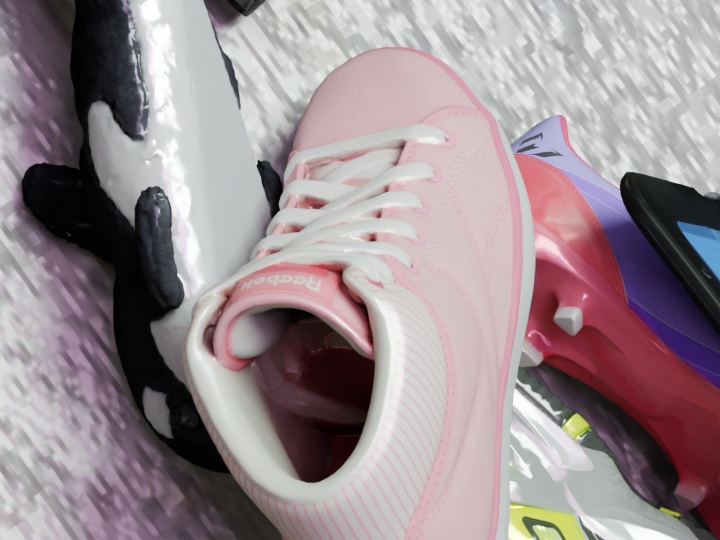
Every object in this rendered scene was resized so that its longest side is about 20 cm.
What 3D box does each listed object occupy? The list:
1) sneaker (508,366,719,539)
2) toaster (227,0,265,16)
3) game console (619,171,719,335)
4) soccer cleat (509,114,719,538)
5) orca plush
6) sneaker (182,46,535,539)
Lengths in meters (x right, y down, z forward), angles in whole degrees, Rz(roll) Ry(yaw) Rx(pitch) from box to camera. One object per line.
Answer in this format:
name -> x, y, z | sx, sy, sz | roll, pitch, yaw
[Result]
sneaker -> 0.075, 0.109, 0.811 | 0.200, 0.075, 0.076 | 39, 72, 4
toaster -> -0.030, -0.215, 0.830 | 0.200, 0.119, 0.181 | 46, 63, -4
game console -> 0.200, 0.027, 0.808 | 0.176, 0.116, 0.200 | -30, 69, -11
soccer cleat -> 0.114, 0.033, 0.849 | 0.200, 0.067, 0.077 | 39, 54, -7
orca plush -> -0.076, -0.032, 0.782 | 0.105, 0.071, 0.200 | -64, 140, -61
sneaker -> 0.000, 0.000, 0.756 | 0.105, 0.075, 0.201 | 50, 33, -51
